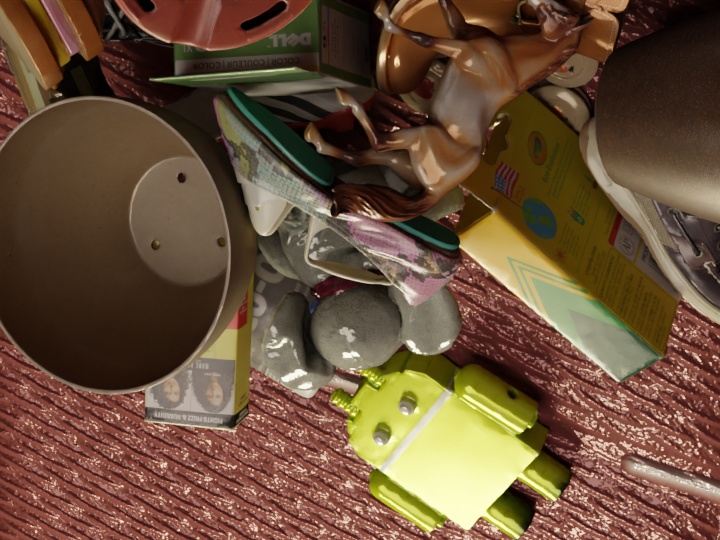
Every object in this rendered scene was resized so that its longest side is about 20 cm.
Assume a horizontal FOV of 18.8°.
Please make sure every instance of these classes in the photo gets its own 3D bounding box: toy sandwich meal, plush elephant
[{"bbox_3d":[-0.241,-0.200,1.421,0.205,0.070,0.206,44,163,17],"label":"toy sandwich meal"},{"bbox_3d":[0.000,0.000,1.580,0.163,0.200,0.156,-7,103,21],"label":"plush elephant"}]

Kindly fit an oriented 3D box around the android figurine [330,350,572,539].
[{"bbox_3d":[0.070,0.140,1.776,0.199,0.041,0.182,35,132,-6],"label":"android figurine"}]

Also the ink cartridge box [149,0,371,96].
[{"bbox_3d":[-0.065,-0.154,1.471,0.103,0.200,0.060,-1,91,14],"label":"ink cartridge box"}]

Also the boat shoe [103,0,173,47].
[{"bbox_3d":[-0.185,-0.200,1.611,0.198,0.068,0.072,21,131,9],"label":"boat shoe"}]

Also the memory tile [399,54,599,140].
[{"bbox_3d":[0.100,-0.183,1.527,0.152,0.017,0.201,15,130,14],"label":"memory tile"}]

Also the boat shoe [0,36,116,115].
[{"bbox_3d":[-0.214,-0.110,1.617,0.076,0.071,0.202,8,120,53],"label":"boat shoe"}]

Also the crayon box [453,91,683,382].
[{"bbox_3d":[0.142,-0.032,1.536,0.200,0.127,0.051,40,135,-16],"label":"crayon box"}]

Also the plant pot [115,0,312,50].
[{"bbox_3d":[-0.106,-0.251,1.380,0.199,0.196,0.202,-7,126,-10],"label":"plant pot"}]

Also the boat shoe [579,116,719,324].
[{"bbox_3d":[0.238,-0.039,1.538,0.200,0.072,0.065,49,135,-8],"label":"boat shoe"}]

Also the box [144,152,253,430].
[{"bbox_3d":[-0.118,0.013,1.616,0.075,0.050,0.202,6,100,9],"label":"box"}]

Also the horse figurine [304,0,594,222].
[{"bbox_3d":[0.049,-0.111,1.420,0.132,0.201,0.050,28,176,-14],"label":"horse figurine"}]

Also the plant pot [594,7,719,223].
[{"bbox_3d":[0.261,-0.102,1.413,0.198,0.187,0.188,3,127,30],"label":"plant pot"}]

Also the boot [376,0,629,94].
[{"bbox_3d":[0.102,-0.177,1.481,0.154,0.077,0.201,23,125,1],"label":"boot"}]

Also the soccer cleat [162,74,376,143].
[{"bbox_3d":[-0.083,-0.136,1.620,0.198,0.069,0.086,-5,114,24],"label":"soccer cleat"}]

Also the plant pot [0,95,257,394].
[{"bbox_3d":[-0.150,-0.025,1.516,0.198,0.134,0.202,4,99,23],"label":"plant pot"}]

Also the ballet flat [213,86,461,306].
[{"bbox_3d":[-0.027,-0.040,1.449,0.199,0.069,0.071,33,106,-7],"label":"ballet flat"}]

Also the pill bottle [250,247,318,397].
[{"bbox_3d":[-0.097,0.003,1.696,0.199,0.114,0.114,30,132,0],"label":"pill bottle"}]
